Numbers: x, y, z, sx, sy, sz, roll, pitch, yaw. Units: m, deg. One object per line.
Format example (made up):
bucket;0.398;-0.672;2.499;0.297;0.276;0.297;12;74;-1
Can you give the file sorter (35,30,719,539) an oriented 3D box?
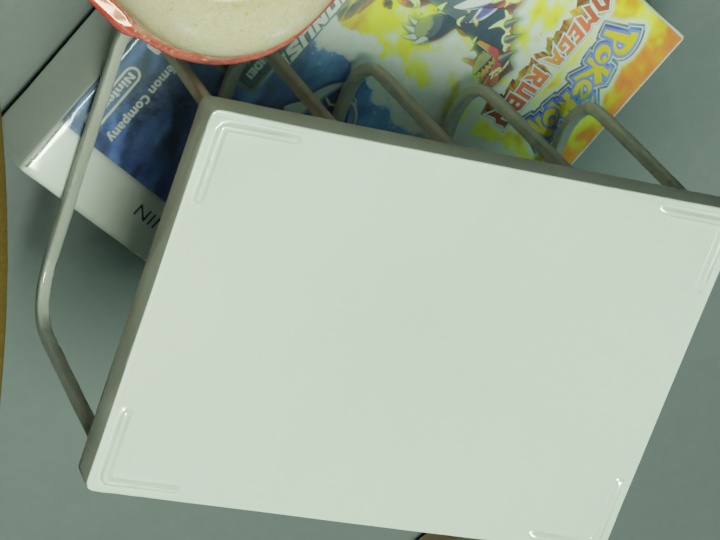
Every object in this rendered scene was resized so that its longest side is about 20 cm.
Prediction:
file sorter;0.000;0.000;0.975;0.200;0.125;0.139;10;112;-26

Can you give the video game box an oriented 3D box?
video game box;-0.005;-0.070;1.040;0.200;0.047;0.182;-49;125;5

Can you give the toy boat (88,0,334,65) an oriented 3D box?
toy boat;-0.034;-0.166;0.923;0.200;0.131;0.131;-47;107;-8

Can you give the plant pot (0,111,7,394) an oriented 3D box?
plant pot;-0.183;-0.015;0.861;0.186;0.200;0.186;-18;147;-12

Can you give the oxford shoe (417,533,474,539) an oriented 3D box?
oxford shoe;0.037;0.212;1.185;0.071;0.071;0.200;-6;119;-23
